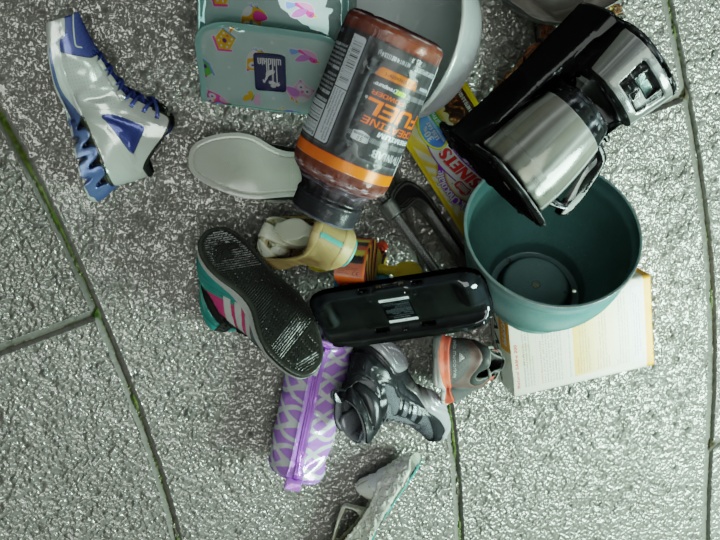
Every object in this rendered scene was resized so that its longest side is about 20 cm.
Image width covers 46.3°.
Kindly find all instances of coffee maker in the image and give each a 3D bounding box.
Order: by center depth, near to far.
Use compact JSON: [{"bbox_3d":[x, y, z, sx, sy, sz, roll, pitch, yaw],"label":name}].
[{"bbox_3d":[0.199,-0.178,0.892,0.200,0.193,0.135,-42,145,3],"label":"coffee maker"}]

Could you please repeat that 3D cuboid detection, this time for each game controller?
[{"bbox_3d":[0.045,0.041,0.926,0.196,0.043,0.105,-10,136,14],"label":"game controller"}]

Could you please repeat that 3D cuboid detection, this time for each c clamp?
[{"bbox_3d":[0.076,-0.028,0.983,0.027,0.171,0.201,-34,100,27],"label":"c clamp"}]

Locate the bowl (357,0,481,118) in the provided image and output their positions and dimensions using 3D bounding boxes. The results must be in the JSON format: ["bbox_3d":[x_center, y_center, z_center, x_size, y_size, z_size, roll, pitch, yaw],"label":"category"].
[{"bbox_3d":[0.065,-0.254,0.925,0.089,0.200,0.205,3,107,-42],"label":"bowl"}]

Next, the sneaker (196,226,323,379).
[{"bbox_3d":[-0.125,0.055,0.983,0.083,0.121,0.201,-34,80,-24],"label":"sneaker"}]

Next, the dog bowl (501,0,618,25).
[{"bbox_3d":[0.224,-0.370,0.938,0.196,0.059,0.204,0,86,5],"label":"dog bowl"}]

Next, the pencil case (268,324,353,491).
[{"bbox_3d":[-0.061,0.164,1.049,0.082,0.086,0.204,8,104,-10],"label":"pencil case"}]

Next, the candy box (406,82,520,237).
[{"bbox_3d":[0.125,-0.134,1.021,0.101,0.027,0.201,-31,112,13],"label":"candy box"}]

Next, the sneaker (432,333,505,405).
[{"bbox_3d":[0.135,0.123,1.018,0.080,0.200,0.079,-2,80,12],"label":"sneaker"}]

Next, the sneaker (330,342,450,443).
[{"bbox_3d":[0.033,0.176,1.046,0.114,0.075,0.201,-52,125,-22],"label":"sneaker"}]

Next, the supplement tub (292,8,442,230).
[{"bbox_3d":[-0.001,-0.146,0.840,0.105,0.107,0.203,19,104,-15],"label":"supplement tub"}]

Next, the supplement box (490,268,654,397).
[{"bbox_3d":[0.273,0.073,1.092,0.196,0.074,0.128,-11,107,-8],"label":"supplement box"}]

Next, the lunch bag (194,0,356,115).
[{"bbox_3d":[-0.089,-0.270,0.900,0.167,0.122,0.204,6,102,0],"label":"lunch bag"}]

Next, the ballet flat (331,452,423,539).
[{"bbox_3d":[0.009,0.319,1.117,0.071,0.072,0.202,26,99,-16],"label":"ballet flat"}]

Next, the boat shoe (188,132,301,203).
[{"bbox_3d":[-0.100,-0.116,0.979,0.196,0.060,0.075,1,86,-12],"label":"boat shoe"}]

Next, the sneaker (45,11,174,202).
[{"bbox_3d":[-0.268,-0.185,0.926,0.113,0.081,0.203,-14,114,-10],"label":"sneaker"}]

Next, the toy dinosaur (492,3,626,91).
[{"bbox_3d":[0.233,-0.232,1.006,0.199,0.102,0.137,-28,95,38],"label":"toy dinosaur"}]

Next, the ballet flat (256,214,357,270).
[{"bbox_3d":[-0.077,-0.039,0.936,0.062,0.199,0.070,27,75,-31],"label":"ballet flat"}]

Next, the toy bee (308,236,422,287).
[{"bbox_3d":[0.000,0.000,1.004,0.129,0.200,0.110,15,66,-8],"label":"toy bee"}]

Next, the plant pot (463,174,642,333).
[{"bbox_3d":[0.212,-0.009,0.982,0.197,0.203,0.135,-12,147,-7],"label":"plant pot"}]
